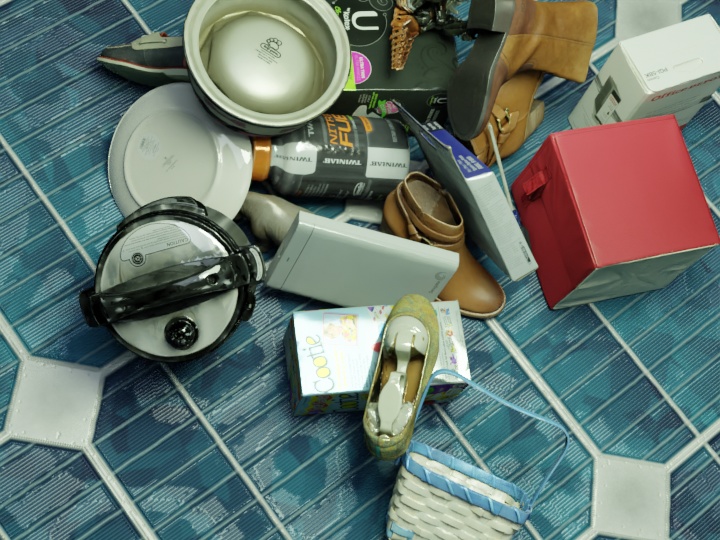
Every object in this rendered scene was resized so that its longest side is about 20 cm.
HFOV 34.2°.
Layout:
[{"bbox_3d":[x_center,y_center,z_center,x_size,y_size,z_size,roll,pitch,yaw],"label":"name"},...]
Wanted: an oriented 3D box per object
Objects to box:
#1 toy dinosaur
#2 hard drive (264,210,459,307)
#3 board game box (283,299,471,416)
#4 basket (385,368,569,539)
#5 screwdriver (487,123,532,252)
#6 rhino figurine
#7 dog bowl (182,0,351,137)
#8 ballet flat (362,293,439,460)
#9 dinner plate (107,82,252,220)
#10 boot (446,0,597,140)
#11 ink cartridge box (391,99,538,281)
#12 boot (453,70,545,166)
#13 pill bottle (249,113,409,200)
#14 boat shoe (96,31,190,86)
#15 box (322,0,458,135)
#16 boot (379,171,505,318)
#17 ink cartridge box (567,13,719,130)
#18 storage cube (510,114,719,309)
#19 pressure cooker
[{"bbox_3d":[0.093,-0.330,1.460,0.136,0.102,0.200,10,83,37],"label":"toy dinosaur"},{"bbox_3d":[0.000,0.000,1.402,0.200,0.132,0.027,14,50,-16],"label":"hard drive"},{"bbox_3d":[0.017,0.106,1.396,0.200,0.103,0.105,-3,71,-12],"label":"board game box"},{"bbox_3d":[0.120,0.232,1.334,0.176,0.139,0.200,28,99,0],"label":"basket"},{"bbox_3d":[0.189,-0.091,1.490,0.028,0.029,0.200,-15,112,4],"label":"screwdriver"},{"bbox_3d":[-0.107,-0.059,1.445,0.200,0.087,0.060,26,63,8],"label":"rhino figurine"},{"bbox_3d":[-0.115,-0.247,1.382,0.200,0.074,0.200,5,71,-15],"label":"dog bowl"},{"bbox_3d":[0.045,0.111,1.304,0.071,0.071,0.200,16,69,-4],"label":"ballet flat"},{"bbox_3d":[-0.226,-0.130,1.426,0.200,0.024,0.200,0,89,21],"label":"dinner plate"},{"bbox_3d":[0.204,-0.251,1.454,0.200,0.068,0.188,-2,103,-41],"label":"boot"},{"bbox_3d":[0.125,-0.108,1.409,0.041,0.200,0.200,-32,121,-2],"label":"ink cartridge box"},{"bbox_3d":[0.171,-0.225,1.504,0.074,0.200,0.155,21,50,41],"label":"boot"},{"bbox_3d":[-0.047,-0.143,1.466,0.200,0.106,0.106,1,68,-20],"label":"pill bottle"},{"bbox_3d":[-0.248,-0.269,1.471,0.200,0.071,0.063,11,83,34],"label":"boat shoe"},{"bbox_3d":[0.016,-0.268,1.531,0.200,0.124,0.149,-1,68,-12],"label":"box"},{"bbox_3d":[0.109,-0.029,1.438,0.200,0.155,0.074,36,67,4],"label":"boot"},{"bbox_3d":[0.382,-0.236,1.546,0.147,0.200,0.083,-19,73,-17],"label":"ink cartridge box"},{"bbox_3d":[0.316,-0.071,1.486,0.200,0.171,0.180,-11,73,-15],"label":"storage cube"},{"bbox_3d":[-0.204,0.013,1.316,0.179,0.200,0.176,31,96,-4],"label":"pressure cooker"}]
